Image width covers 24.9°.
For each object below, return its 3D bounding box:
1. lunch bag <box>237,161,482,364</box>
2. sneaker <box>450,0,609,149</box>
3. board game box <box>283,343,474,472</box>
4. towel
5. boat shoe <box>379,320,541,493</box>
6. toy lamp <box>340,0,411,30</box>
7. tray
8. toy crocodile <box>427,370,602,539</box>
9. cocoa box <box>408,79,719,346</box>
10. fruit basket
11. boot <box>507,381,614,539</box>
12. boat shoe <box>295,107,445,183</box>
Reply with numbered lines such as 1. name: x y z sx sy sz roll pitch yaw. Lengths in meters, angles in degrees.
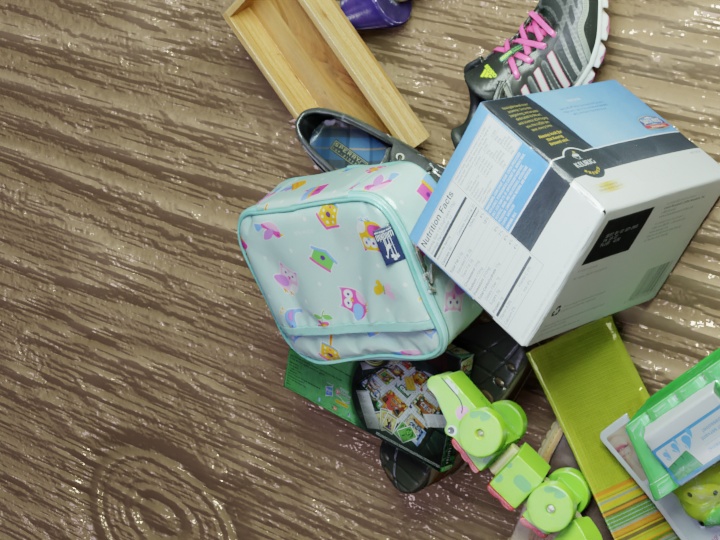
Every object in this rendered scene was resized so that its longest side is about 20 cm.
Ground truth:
1. lunch bag: 0.000 0.000 1.328 0.199 0.077 0.162 -4 114 46
2. sneaker: 0.131 -0.160 1.303 0.074 0.087 0.201 57 134 47
3. board game box: 0.012 0.088 1.418 0.199 0.023 0.106 25 115 40
4. towel: 0.212 0.141 1.315 0.202 0.085 0.018 65 159 9
5. boat shoe: 0.093 0.115 1.412 0.200 0.073 0.076 -50 57 35
6. toy lamp: 0.065 -0.251 1.367 0.199 0.058 0.059 -20 87 40
7. tray: -0.031 -0.173 1.437 0.201 0.037 0.098 54 139 -1
8. toy crocodile: 0.123 0.161 1.303 0.200 0.067 0.062 48 109 10
9. cocoa box: 0.160 -0.050 1.240 0.131 0.199 0.134 43 123 24
10. fruit basket: 0.304 0.160 1.239 0.185 0.093 0.201 -40 80 33
11. boot: 0.217 0.207 1.349 0.165 0.072 0.202 22 100 15
12. boat shoe: 0.024 -0.080 1.355 0.199 0.066 0.070 38 93 27
